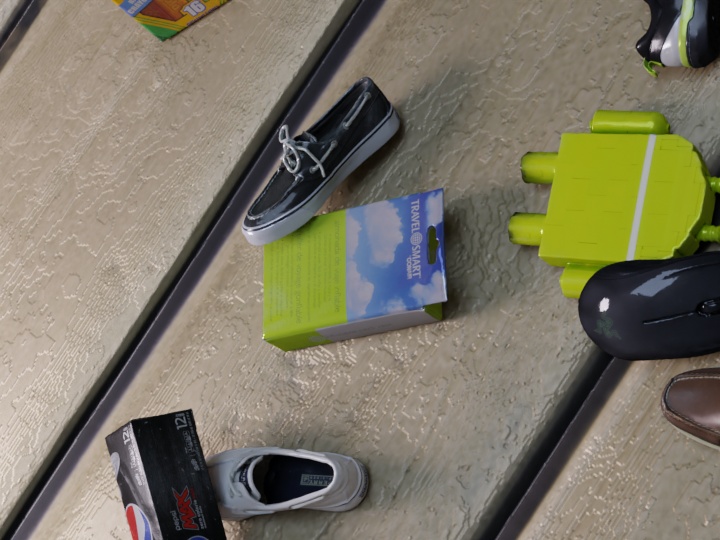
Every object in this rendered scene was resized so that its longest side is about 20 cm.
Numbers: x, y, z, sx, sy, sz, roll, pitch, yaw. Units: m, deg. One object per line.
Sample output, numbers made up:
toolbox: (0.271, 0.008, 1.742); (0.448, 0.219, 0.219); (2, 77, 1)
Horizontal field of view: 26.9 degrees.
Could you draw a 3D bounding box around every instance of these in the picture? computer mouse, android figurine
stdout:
computer mouse: (0.272, 0.025, 1.269); (0.200, 0.053, 0.139); (-16, 101, 29)
android figurine: (0.234, -0.061, 1.355); (0.199, 0.041, 0.183); (3, 73, 30)

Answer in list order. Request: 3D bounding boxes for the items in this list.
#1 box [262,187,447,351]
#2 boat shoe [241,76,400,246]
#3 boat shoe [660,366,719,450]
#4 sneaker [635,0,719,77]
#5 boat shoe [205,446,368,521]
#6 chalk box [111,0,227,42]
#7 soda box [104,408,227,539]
box: (0.000, 0.000, 1.454); (0.199, 0.048, 0.122); (-12, 66, 25)
boat shoe: (-0.049, -0.110, 1.481); (0.199, 0.068, 0.074); (-41, 34, -5)
boat shoe: (0.336, 0.112, 1.216); (0.202, 0.075, 0.075); (7, 76, 30)
sneaker: (0.289, -0.277, 1.386); (0.083, 0.072, 0.201); (0, 72, 29)
boat shoe: (-0.093, 0.195, 1.423); (0.199, 0.065, 0.074); (-11, 68, 25)
chalk box: (-0.235, -0.365, 1.624); (0.125, 0.200, 0.124); (-29, 61, 17)
soda box: (-0.175, 0.237, 1.412); (0.063, 0.071, 0.201); (-33, 70, 51)
